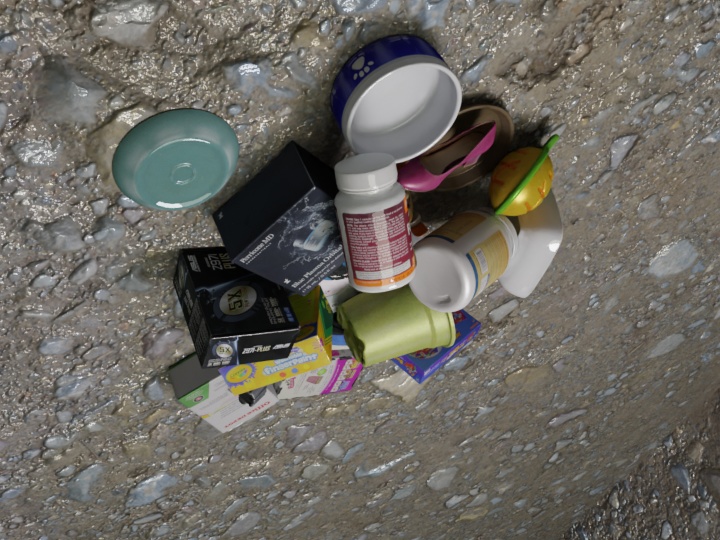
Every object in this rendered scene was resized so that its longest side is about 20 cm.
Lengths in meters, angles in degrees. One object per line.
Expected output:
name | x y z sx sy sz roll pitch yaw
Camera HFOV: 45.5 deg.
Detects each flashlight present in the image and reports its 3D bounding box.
flashlight | -0.168 0.185 1.723 0.200 0.068 0.068 -47 131 -35

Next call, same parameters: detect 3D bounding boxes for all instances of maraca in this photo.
maraca | 0.309 -0.179 1.598 0.200 0.107 0.137 -51 -177 -32

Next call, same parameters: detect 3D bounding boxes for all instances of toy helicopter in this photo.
toy helicopter | 0.075 -0.086 1.510 0.079 0.201 0.132 -17 149 19

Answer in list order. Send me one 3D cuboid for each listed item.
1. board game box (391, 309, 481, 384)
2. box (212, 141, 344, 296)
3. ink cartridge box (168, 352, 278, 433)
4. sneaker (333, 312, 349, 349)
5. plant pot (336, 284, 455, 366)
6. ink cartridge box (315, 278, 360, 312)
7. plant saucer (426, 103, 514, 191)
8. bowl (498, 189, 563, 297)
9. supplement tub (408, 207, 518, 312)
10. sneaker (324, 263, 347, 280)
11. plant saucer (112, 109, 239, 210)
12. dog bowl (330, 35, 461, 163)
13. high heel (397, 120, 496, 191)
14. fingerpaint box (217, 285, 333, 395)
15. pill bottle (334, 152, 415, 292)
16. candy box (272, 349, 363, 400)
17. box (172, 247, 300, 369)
board game box | 0.144 0.135 1.827 0.200 0.134 0.045 -34 153 -36
box | -0.106 -0.081 1.464 0.196 0.118 0.200 -40 142 17
ink cartridge box | -0.281 0.239 1.780 0.144 0.084 0.200 -30 144 3
sneaker | 0.011 0.114 1.822 0.199 0.077 0.111 0 147 -24
plant pot | 0.059 0.095 1.700 0.183 0.201 0.201 -23 145 -14
ink cartridge box | 0.000 0.000 1.698 0.199 0.057 0.163 -16 143 -8
plant saucer | 0.184 -0.225 1.550 0.199 0.030 0.201 -17 144 -13
bowl | 0.315 -0.069 1.705 0.074 0.201 0.200 9 134 -14
supplement tub | 0.191 -0.025 1.590 0.200 0.145 0.145 -33 156 -43
sneaker | -0.011 -0.047 1.599 0.199 0.082 0.073 -23 146 -11
plant saucer | -0.278 -0.158 1.322 0.199 0.036 0.200 -18 144 -13
dog bowl | 0.056 -0.269 1.365 0.199 0.079 0.201 -18 144 -14
high heel | 0.145 -0.201 1.459 0.200 0.067 0.096 -30 160 -34
fingerpaint box | -0.154 0.131 1.610 0.199 0.167 0.074 -20 120 11
pill bottle | 0.021 -0.077 1.364 0.114 0.114 0.201 -17 116 -15
candy box | -0.095 0.215 1.893 0.199 0.061 0.137 -3 139 -31
box | -0.218 0.059 1.492 0.163 0.200 0.086 -4 139 -29
